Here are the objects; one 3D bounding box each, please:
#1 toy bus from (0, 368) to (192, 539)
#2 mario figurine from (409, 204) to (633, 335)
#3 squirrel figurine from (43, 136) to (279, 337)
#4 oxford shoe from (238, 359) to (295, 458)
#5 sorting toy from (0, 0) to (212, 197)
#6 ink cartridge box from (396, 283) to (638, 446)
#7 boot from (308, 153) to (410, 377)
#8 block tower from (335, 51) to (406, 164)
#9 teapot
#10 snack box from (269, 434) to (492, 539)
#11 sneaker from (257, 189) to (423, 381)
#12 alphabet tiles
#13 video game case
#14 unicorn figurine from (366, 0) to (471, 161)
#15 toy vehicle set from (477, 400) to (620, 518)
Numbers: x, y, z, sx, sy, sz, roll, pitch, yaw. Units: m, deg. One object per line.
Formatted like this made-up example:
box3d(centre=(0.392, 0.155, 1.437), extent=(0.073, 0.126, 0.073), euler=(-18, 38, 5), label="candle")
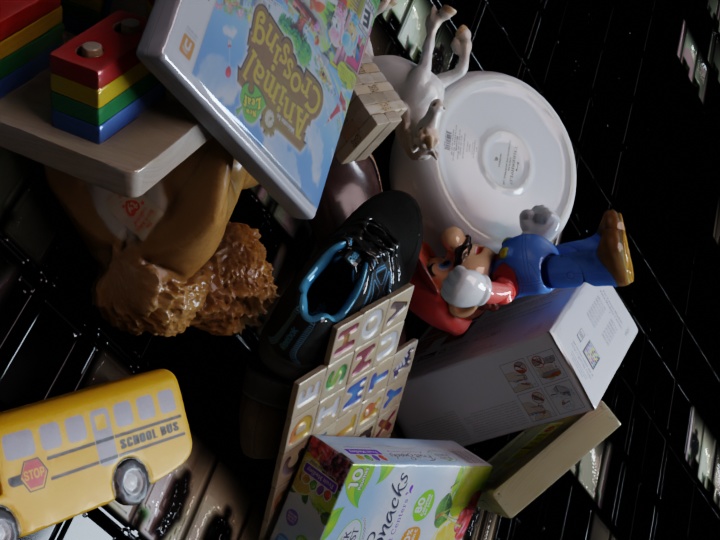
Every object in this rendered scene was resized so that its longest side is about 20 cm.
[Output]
box3d(centre=(-0.196, 0.122, 0.751), extent=(0.199, 0.065, 0.079), euler=(-13, 90, -54), label="toy bus")
box3d(centre=(0.123, -0.015, 1.003), extent=(0.123, 0.198, 0.107), euler=(47, 32, -67), label="mario figurine")
box3d(centre=(-0.122, -0.052, 0.871), extent=(0.187, 0.140, 0.202), euler=(-43, 137, -65), label="squirrel figurine")
box3d(centre=(-0.039, 0.118, 0.978), extent=(0.199, 0.072, 0.085), euler=(4, 103, -57), label="oxford shoe")
box3d(centre=(-0.168, -0.153, 0.754), extent=(0.199, 0.198, 0.070), euler=(-50, 155, -47), label="sorting toy")
box3d(centre=(0.143, 0.072, 1.103), extent=(0.084, 0.199, 0.176), euler=(57, 40, -11), label="ink cartridge box")
box3d(centre=(-0.007, -0.017, 1.017), extent=(0.200, 0.072, 0.168), euler=(49, 28, -45), label="boot")
box3d(centre=(-0.041, -0.186, 0.999), extent=(0.054, 0.058, 0.201), euler=(-17, 70, -51), label="block tower")
box3d(centre=(0.100, -0.083, 1.149), extent=(0.199, 0.146, 0.199), euler=(-36, 97, -31), label="teapot")
box3d(centre=(0.013, 0.209, 0.967), extent=(0.199, 0.053, 0.144), euler=(13, 101, -51), label="snack box")
box3d(centre=(0.000, 0.000, 0.920), extent=(0.073, 0.082, 0.201), euler=(34, 53, 3), label="sneaker")
box3d(centre=(-0.010, 0.109, 0.936), extent=(0.167, 0.008, 0.202), euler=(-27, 140, -48), label="alphabet tiles")
box3d(centre=(-0.053, -0.158, 0.755), extent=(0.200, 0.022, 0.184), euler=(47, 55, -56), label="video game case")
box3d(centre=(0.037, -0.173, 1.058), extent=(0.074, 0.199, 0.139), euler=(33, 82, -49), label="unicorn figurine")
box3d(centre=(0.157, 0.170, 1.087), extent=(0.027, 0.124, 0.200), euler=(51, -7, 4), label="toy vehicle set")
